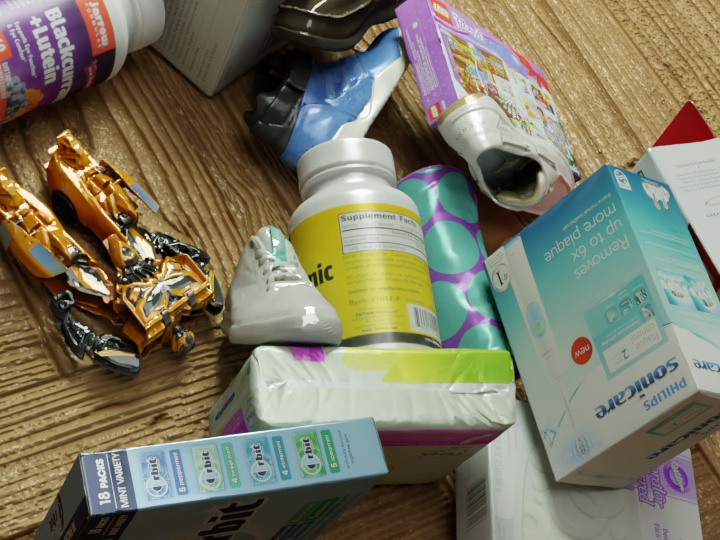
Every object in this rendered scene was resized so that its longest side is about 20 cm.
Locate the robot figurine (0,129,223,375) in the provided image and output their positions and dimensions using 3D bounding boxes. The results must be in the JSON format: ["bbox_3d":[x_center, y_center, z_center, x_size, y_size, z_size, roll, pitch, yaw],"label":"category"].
[{"bbox_3d":[-0.199,-0.012,1.087,0.200,0.058,0.145,43,52,11],"label":"robot figurine"}]

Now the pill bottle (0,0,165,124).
[{"bbox_3d":[-0.264,-0.197,1.156,0.199,0.112,0.112,-31,72,-36],"label":"pill bottle"}]

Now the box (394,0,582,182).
[{"bbox_3d":[0.120,-0.161,1.288,0.199,0.039,0.138,24,43,-45],"label":"box"}]

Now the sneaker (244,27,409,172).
[{"bbox_3d":[-0.032,-0.175,1.253,0.111,0.077,0.201,36,56,-9],"label":"sneaker"}]

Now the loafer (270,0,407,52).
[{"bbox_3d":[-0.018,-0.249,1.233,0.073,0.072,0.200,17,30,19],"label":"loafer"}]

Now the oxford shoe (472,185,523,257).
[{"bbox_3d":[0.147,-0.008,1.228,0.071,0.071,0.200,-21,63,-31],"label":"oxford shoe"}]

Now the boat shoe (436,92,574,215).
[{"bbox_3d":[0.136,-0.082,1.219,0.200,0.071,0.070,27,33,-50],"label":"boat shoe"}]

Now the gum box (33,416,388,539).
[{"bbox_3d":[-0.105,0.158,0.932,0.199,0.170,0.045,-5,65,-26],"label":"gum box"}]

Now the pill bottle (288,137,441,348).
[{"bbox_3d":[0.000,0.000,1.116,0.111,0.111,0.201,3,64,-22],"label":"pill bottle"}]

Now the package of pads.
[{"bbox_3d":[-0.003,0.111,1.024,0.199,0.155,0.069,3,66,-19],"label":"package of pads"}]

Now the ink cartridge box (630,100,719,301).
[{"bbox_3d":[0.249,-0.016,1.192,0.083,0.200,0.176,-10,61,-28],"label":"ink cartridge box"}]

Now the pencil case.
[{"bbox_3d":[0.082,0.009,1.178,0.092,0.085,0.201,-12,61,-12],"label":"pencil case"}]

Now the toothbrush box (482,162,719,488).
[{"bbox_3d":[0.195,0.045,1.066,0.085,0.146,0.201,11,51,-40],"label":"toothbrush box"}]

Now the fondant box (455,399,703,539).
[{"bbox_3d":[0.172,0.191,1.092,0.199,0.058,0.145,17,51,-21],"label":"fondant box"}]

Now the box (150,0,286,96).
[{"bbox_3d":[-0.094,-0.300,1.246,0.131,0.200,0.199,41,51,8],"label":"box"}]

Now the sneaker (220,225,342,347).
[{"bbox_3d":[-0.064,0.012,1.033,0.075,0.200,0.089,6,91,-19],"label":"sneaker"}]
